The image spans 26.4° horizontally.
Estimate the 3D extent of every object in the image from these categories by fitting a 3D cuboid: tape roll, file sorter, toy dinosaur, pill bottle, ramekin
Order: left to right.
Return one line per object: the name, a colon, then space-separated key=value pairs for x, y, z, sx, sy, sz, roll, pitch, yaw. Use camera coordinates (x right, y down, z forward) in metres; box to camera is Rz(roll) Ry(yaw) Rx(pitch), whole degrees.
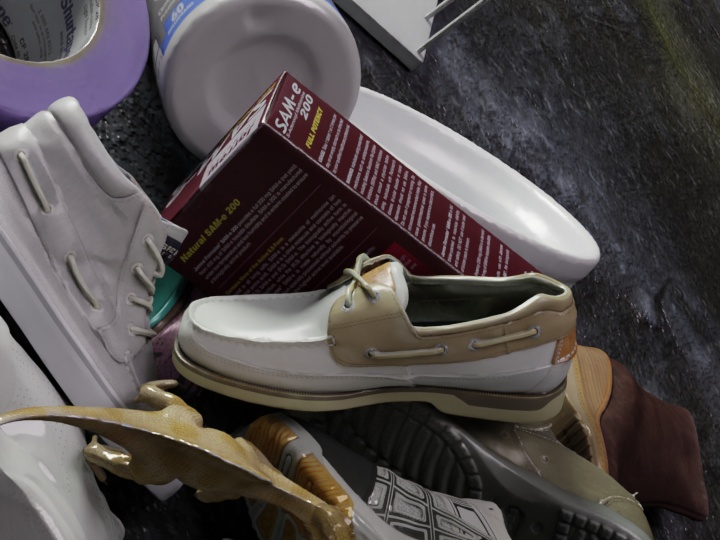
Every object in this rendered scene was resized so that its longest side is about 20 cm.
tape roll: x=-0.217 y=-0.146 z=0.821 sx=0.200 sy=0.085 sz=0.201 roll=30 pitch=43 yaw=-32
toy dinosaur: x=-0.085 y=0.078 z=0.693 sx=0.200 sy=0.101 sz=0.058 roll=26 pitch=80 yaw=-27
pill bottle: x=-0.077 y=-0.150 z=0.916 sx=0.114 sy=0.114 sz=0.200 roll=31 pitch=18 yaw=-31
file sorter: x=0.047 y=-0.290 z=1.206 sx=0.139 sy=0.124 sz=0.200 roll=39 pitch=38 yaw=-23
ramekin: x=0.040 y=-0.024 z=0.955 sx=0.200 sy=0.098 sz=0.201 roll=30 pitch=15 yaw=-9

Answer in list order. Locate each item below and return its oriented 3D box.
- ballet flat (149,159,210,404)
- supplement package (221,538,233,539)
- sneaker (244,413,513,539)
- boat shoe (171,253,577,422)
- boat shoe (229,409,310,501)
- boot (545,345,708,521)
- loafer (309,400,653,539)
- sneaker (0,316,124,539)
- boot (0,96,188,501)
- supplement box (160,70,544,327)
ballet flat: x=-0.085 y=-0.001 z=0.888 sx=0.071 sy=0.069 sz=0.200 roll=57 pitch=35 yaw=-31
supplement package: x=-0.016 y=0.235 z=0.704 sx=0.200 sy=0.109 sz=0.114 roll=48 pitch=71 yaw=-12
sneaker: x=0.024 y=0.137 z=0.756 sx=0.088 sy=0.076 sz=0.200 roll=-22 pitch=51 yaw=-40
boat shoe: x=0.008 y=0.026 z=0.759 sx=0.199 sy=0.069 sz=0.075 roll=3 pitch=30 yaw=-9
boat shoe: x=0.001 y=0.153 z=0.814 sx=0.062 sy=0.072 sz=0.200 roll=-31 pitch=70 yaw=-17
boot: x=0.191 y=0.145 z=1.075 sx=0.166 sy=0.072 sz=0.200 roll=28 pitch=40 yaw=-29
loafer: x=0.065 y=0.109 z=0.808 sx=0.200 sy=0.075 sz=0.070 roll=31 pitch=25 yaw=6
sneaker: x=-0.176 y=0.060 z=0.734 sx=0.201 sy=0.075 sz=0.088 roll=64 pitch=24 yaw=0
boot: x=-0.121 y=0.013 z=0.765 sx=0.200 sy=0.095 sz=0.074 roll=57 pitch=-10 yaw=-16
supplement box: x=0.000 y=0.000 z=0.821 sx=0.200 sy=0.109 sz=0.061 roll=37 pitch=33 yaw=-16
